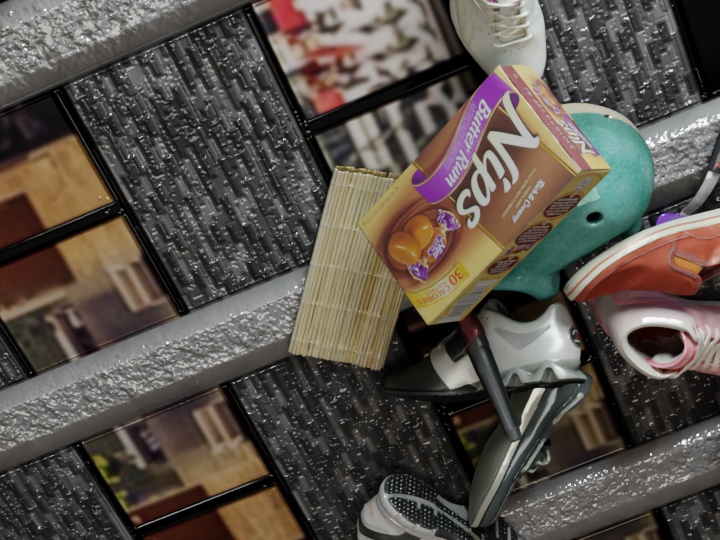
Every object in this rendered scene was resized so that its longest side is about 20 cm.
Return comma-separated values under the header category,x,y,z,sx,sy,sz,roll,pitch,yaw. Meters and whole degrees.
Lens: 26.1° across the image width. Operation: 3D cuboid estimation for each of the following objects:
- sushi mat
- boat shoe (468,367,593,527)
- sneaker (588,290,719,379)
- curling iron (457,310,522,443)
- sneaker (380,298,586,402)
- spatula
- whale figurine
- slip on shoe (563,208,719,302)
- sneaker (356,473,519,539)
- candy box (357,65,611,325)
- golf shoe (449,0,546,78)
category,x,y,z,sx,sy,sz,roll,pitch,yaw
sushi mat,0.000,0.000,1.419,0.095,0.012,0.200,10,119,-10
boat shoe,0.161,0.171,1.500,0.062,0.073,0.200,18,112,-11
sneaker,0.308,0.070,1.438,0.200,0.105,0.075,20,114,-17
curling iron,0.094,0.062,1.389,0.026,0.050,0.200,-29,84,47
sneaker,0.110,0.074,1.445,0.200,0.074,0.089,-11,78,23
spatula,0.311,-0.078,1.399,0.056,0.021,0.200,11,117,-19
whale figurine,0.177,-0.045,1.356,0.159,0.104,0.200,14,123,-18
slip on shoe,0.275,-0.006,1.369,0.200,0.061,0.074,-16,164,-11
sneaker,0.084,0.274,1.562,0.200,0.074,0.080,33,126,-17
candy box,0.100,-0.061,1.299,0.056,0.117,0.200,-7,147,-51
golf shoe,0.107,-0.224,1.256,0.075,0.092,0.200,-20,121,5
